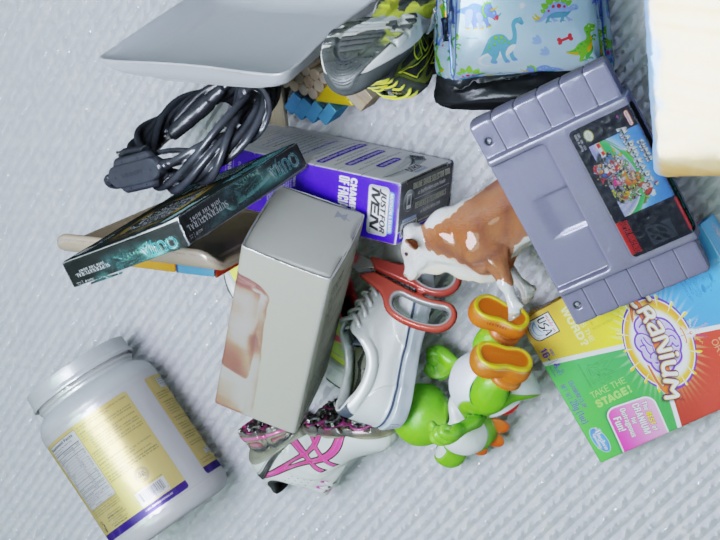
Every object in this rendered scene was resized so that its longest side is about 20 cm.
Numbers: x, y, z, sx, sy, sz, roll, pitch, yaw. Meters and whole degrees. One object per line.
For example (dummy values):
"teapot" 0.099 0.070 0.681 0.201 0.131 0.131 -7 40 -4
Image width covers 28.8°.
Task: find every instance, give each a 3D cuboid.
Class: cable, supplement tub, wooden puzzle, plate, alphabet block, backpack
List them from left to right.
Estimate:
"supplement tub" -0.253 0.187 1.514 0.145 0.145 0.200 -38 84 33
"wooden puzzle" -0.163 -0.030 1.362 0.185 0.200 0.037 7 106 28
"cable" -0.139 -0.130 1.287 0.200 0.163 0.051 -12 119 44
"plate" -0.102 -0.214 1.280 0.199 0.200 0.032 8 125 28
"backpack" 0.136 -0.238 1.170 0.163 0.154 0.200 1 92 8
"alphabet block" 0.336 -0.182 1.037 0.200 0.195 0.197 2 108 31

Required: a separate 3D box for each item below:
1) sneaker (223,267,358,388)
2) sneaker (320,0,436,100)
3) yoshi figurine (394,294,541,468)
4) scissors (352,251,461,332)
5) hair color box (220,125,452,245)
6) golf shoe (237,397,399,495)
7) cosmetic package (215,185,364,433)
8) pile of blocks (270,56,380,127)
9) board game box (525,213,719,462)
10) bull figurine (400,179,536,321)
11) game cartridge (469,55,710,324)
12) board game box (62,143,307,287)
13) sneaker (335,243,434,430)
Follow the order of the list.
"sneaker" -0.047 0.027 1.392 0.200 0.078 0.090 38 120 2
"sneaker" 0.030 -0.181 1.214 0.074 0.200 0.085 3 117 26
"yoshi figurine" 0.085 0.114 1.308 0.112 0.112 0.200 48 143 23
"scissors" 0.000 0.000 1.298 0.200 0.014 0.073 18 74 11
"hair color box" -0.027 -0.084 1.323 0.200 0.109 0.065 13 111 27
"golf shoe" -0.032 0.182 1.433 0.200 0.073 0.092 -12 105 42
"cosmetic package" -0.067 0.037 1.276 0.087 0.103 0.200 20 130 6
"pile of blocks" -0.051 -0.183 1.340 0.200 0.062 0.082 18 126 33
"board game box" 0.261 0.063 1.242 0.200 0.040 0.153 -32 88 33
"bull figurine" 0.133 -0.034 1.237 0.200 0.065 0.121 -37 91 6
"game cartridge" 0.192 -0.063 1.159 0.130 0.038 0.200 -24 107 24
"board game box" -0.148 -0.050 1.218 0.135 0.200 0.028 -18 103 34
"sneaker" 0.020 0.047 1.315 0.073 0.071 0.200 -15 65 61
